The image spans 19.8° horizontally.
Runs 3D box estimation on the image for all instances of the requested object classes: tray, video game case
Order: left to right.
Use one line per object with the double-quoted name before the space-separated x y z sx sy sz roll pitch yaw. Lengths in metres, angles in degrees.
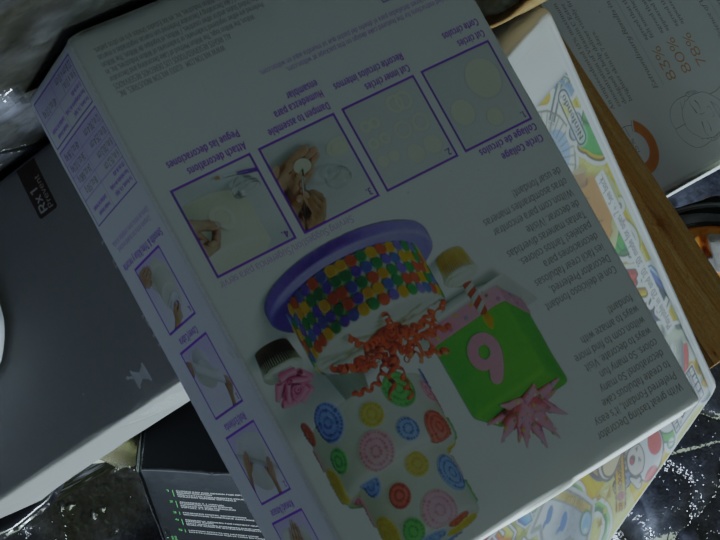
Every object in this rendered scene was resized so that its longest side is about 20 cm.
"video game case" 0.056 0.033 0.795 0.023 0.201 0.182 7 -135 44
"tray" 0.088 -0.034 0.938 0.037 0.201 0.099 -33 178 -27

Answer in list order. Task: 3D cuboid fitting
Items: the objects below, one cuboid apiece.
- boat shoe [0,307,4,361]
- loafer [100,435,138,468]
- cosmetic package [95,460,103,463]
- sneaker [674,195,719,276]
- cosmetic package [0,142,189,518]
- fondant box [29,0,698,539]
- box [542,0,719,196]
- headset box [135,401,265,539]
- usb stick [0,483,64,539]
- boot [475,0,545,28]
"boat shoe" -0.222 0.061 0.783 0.199 0.074 0.065 -34 179 21
"loafer" -0.134 0.053 1.031 0.075 0.068 0.200 -38 -166 3
"cosmetic package" -0.082 0.021 1.171 0.199 0.088 0.103 -31 177 6
"sneaker" 0.117 0.023 1.037 0.199 0.079 0.077 -22 -159 25
"cosmetic package" -0.111 0.016 0.807 0.199 0.107 0.090 -35 173 27
"fondant box" 0.002 -0.006 0.683 0.144 0.201 0.058 -27 175 -29
"box" 0.135 -0.096 1.058 0.199 0.125 0.097 -26 175 -40
"headset box" -0.005 0.081 0.934 0.172 0.094 0.200 3 156 3
"usb stick" -0.178 0.093 1.010 0.055 0.033 0.200 -38 -168 -8
"boot" 0.140 -0.162 0.757 0.199 0.067 0.175 -27 174 -28
